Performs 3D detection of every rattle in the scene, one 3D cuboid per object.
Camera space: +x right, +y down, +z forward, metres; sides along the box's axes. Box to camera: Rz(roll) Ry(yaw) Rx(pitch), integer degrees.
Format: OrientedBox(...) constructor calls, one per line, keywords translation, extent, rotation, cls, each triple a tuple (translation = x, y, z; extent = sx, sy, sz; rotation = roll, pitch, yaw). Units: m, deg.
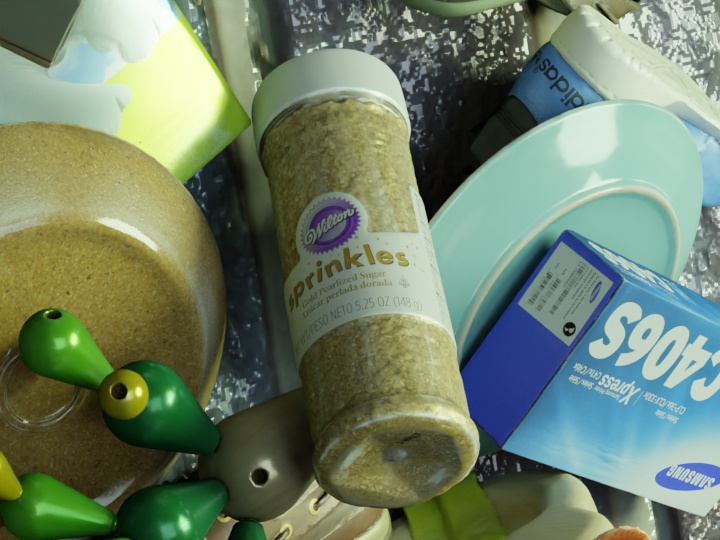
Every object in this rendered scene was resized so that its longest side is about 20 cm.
OrientedBox(translation=(0.078, 0.168, 1.060), extent=(0.130, 0.200, 0.143), rotation=(-13, 97, -32), cls="rattle")

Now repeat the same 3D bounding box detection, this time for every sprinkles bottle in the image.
OrientedBox(translation=(0.000, 0.000, 1.000), extent=(0.068, 0.068, 0.200), rotation=(18, 43, -32), cls="sprinkles bottle")

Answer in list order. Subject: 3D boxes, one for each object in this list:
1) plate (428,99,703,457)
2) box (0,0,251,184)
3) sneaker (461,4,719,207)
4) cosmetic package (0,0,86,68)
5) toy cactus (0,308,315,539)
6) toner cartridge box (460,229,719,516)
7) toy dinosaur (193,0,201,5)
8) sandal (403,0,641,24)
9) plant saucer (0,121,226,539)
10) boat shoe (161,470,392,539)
OrientedBox(translation=(0.089, 0.013, 1.107), extent=(0.200, 0.026, 0.201), rotation=(-27, 139, -26), cls="plate")
OrientedBox(translation=(-0.145, -0.106, 1.003), extent=(0.122, 0.048, 0.200), rotation=(-44, 114, -26), cls="box")
OrientedBox(translation=(0.120, -0.049, 1.168), extent=(0.111, 0.077, 0.200), rotation=(-46, 151, 13), cls="sneaker")
OrientedBox(translation=(-0.182, -0.172, 0.916), extent=(0.200, 0.073, 0.104), rotation=(26, 66, -8), cls="cosmetic package")
OrientedBox(translation=(-0.069, 0.099, 0.958), extent=(0.165, 0.102, 0.200), rotation=(-32, 91, -45), cls="toy cactus")
OrientedBox(translation=(0.131, 0.052, 1.129), extent=(0.095, 0.043, 0.200), rotation=(-54, 144, 11), cls="toner cartridge box")
OrientedBox(translation=(-0.091, -0.224, 1.041), extent=(0.106, 0.060, 0.200), rotation=(-37, 100, -14), cls="toy dinosaur")
OrientedBox(translation=(0.095, -0.144, 1.156), extent=(0.201, 0.080, 0.057), rotation=(-14, 126, -31), cls="sandal")
OrientedBox(translation=(-0.136, 0.040, 0.977), extent=(0.200, 0.035, 0.201), rotation=(-13, 117, -27), cls="plant saucer")
OrientedBox(translation=(-0.070, 0.117, 1.031), extent=(0.200, 0.072, 0.068), rotation=(-25, 123, -37), cls="boat shoe")
